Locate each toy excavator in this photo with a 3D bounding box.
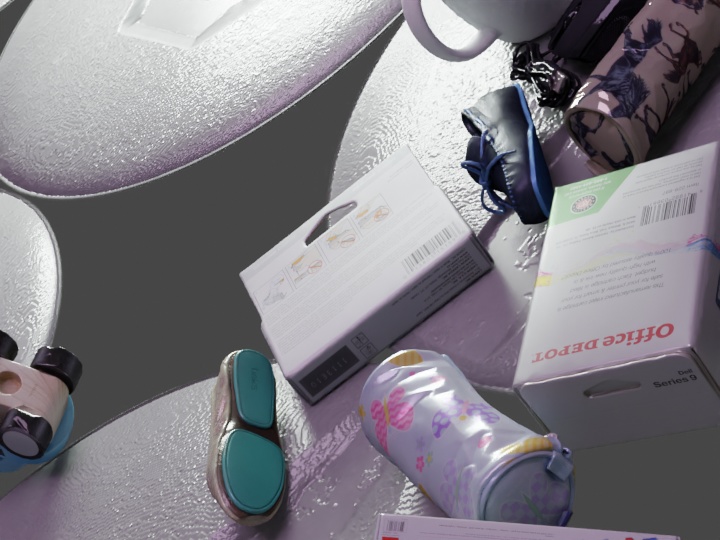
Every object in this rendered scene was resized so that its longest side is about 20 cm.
[{"bbox_3d":[-0.369,0.146,1.724,0.193,0.201,0.100,18,51,1],"label":"toy excavator"}]

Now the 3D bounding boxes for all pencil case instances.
[{"bbox_3d":[0.245,-0.171,1.502,0.077,0.090,0.201,28,70,24],"label":"pencil case"},{"bbox_3d":[0.074,0.128,1.317,0.200,0.083,0.091,34,101,57],"label":"pencil case"}]

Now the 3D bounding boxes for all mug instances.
[{"bbox_3d":[0.109,-0.284,1.671,0.147,0.176,0.201,9,57,49],"label":"mug"}]

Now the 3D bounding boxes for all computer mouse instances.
[{"bbox_3d":[0.216,-0.231,1.604,0.199,0.053,0.139,-37,23,2],"label":"computer mouse"}]

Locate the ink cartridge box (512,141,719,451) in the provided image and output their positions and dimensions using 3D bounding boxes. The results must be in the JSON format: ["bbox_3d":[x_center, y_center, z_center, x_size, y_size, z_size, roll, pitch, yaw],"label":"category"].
[{"bbox_3d":[0.204,0.020,1.314,0.144,0.088,0.201,-15,39,33],"label":"ink cartridge box"}]

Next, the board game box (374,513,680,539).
[{"bbox_3d":[0.102,0.220,1.151,0.198,0.035,0.127,4,46,8],"label":"board game box"}]

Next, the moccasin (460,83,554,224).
[{"bbox_3d":[0.122,-0.089,1.535,0.068,0.081,0.200,-17,25,7],"label":"moccasin"}]

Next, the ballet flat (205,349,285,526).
[{"bbox_3d":[-0.098,0.149,1.499,0.062,0.067,0.201,-54,21,32],"label":"ballet flat"}]

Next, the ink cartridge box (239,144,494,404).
[{"bbox_3d":[0.000,0.000,1.574,0.199,0.044,0.174,-38,33,5],"label":"ink cartridge box"}]
